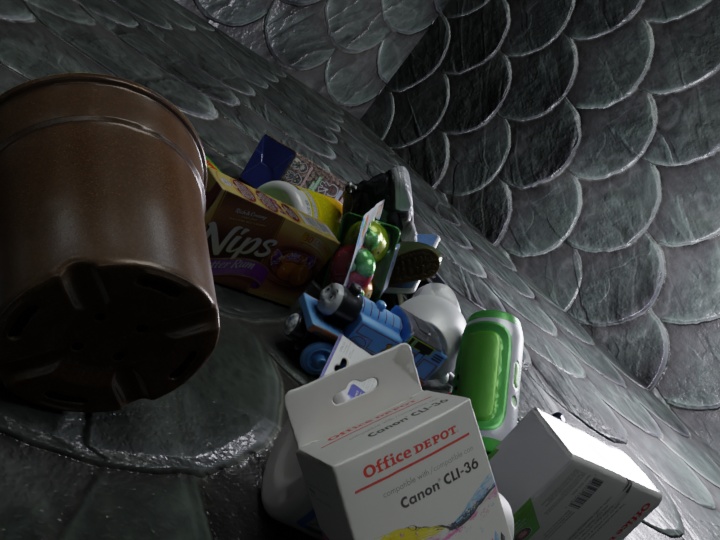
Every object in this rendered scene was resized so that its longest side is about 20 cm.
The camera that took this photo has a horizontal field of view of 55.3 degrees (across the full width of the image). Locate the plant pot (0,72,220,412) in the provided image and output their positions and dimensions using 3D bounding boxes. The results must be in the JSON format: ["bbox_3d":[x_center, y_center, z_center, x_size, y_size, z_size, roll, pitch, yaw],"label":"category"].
[{"bbox_3d":[-0.201,-0.015,0.528,0.200,0.200,0.198,26,27,-41],"label":"plant pot"}]

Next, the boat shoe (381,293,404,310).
[{"bbox_3d":[0.039,0.031,1.201,0.201,0.063,0.074,-106,-177,-50],"label":"boat shoe"}]

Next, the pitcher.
[{"bbox_3d":[0.116,0.116,1.049,0.172,0.121,0.200,66,16,-2],"label":"pitcher"}]

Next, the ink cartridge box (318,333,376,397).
[{"bbox_3d":[0.034,0.165,0.770,0.200,0.037,0.095,39,41,-11],"label":"ink cartridge box"}]

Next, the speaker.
[{"bbox_3d":[0.168,0.155,0.912,0.088,0.088,0.200,32,53,-26],"label":"speaker"}]

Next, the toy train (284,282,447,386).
[{"bbox_3d":[0.005,0.086,0.843,0.200,0.114,0.087,32,16,-28],"label":"toy train"}]

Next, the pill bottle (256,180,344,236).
[{"bbox_3d":[-0.087,-0.074,1.101,0.109,0.109,0.200,46,16,23],"label":"pill bottle"}]

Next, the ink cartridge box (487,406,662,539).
[{"bbox_3d":[0.235,0.265,0.809,0.200,0.146,0.084,29,16,-34],"label":"ink cartridge box"}]

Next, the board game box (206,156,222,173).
[{"bbox_3d":[-0.212,-0.099,0.996,0.200,0.048,0.102,46,16,22],"label":"board game box"}]

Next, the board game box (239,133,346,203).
[{"bbox_3d":[-0.095,-0.146,1.261,0.200,0.097,0.159,28,6,-36],"label":"board game box"}]

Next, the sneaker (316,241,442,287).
[{"bbox_3d":[0.035,-0.007,1.098,0.090,0.200,0.067,-34,115,-71],"label":"sneaker"}]

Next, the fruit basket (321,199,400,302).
[{"bbox_3d":[0.000,0.000,0.958,0.094,0.185,0.200,16,14,-1],"label":"fruit basket"}]

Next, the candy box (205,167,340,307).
[{"bbox_3d":[-0.135,-0.035,0.860,0.200,0.117,0.056,24,21,-47],"label":"candy box"}]

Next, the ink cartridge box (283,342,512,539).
[{"bbox_3d":[0.032,0.163,0.487,0.067,0.116,0.200,-8,-79,64],"label":"ink cartridge box"}]

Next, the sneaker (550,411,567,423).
[{"bbox_3d":[0.246,0.247,0.911,0.082,0.074,0.200,58,-9,24],"label":"sneaker"}]

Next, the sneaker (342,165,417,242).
[{"bbox_3d":[0.030,-0.089,1.112,0.200,0.114,0.076,76,8,-57],"label":"sneaker"}]

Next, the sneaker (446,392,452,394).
[{"bbox_3d":[0.182,0.180,1.027,0.079,0.096,0.200,41,15,9],"label":"sneaker"}]

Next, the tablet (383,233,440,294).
[{"bbox_3d":[0.054,-0.016,1.180,0.130,0.014,0.200,4,30,19],"label":"tablet"}]

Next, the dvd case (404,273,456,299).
[{"bbox_3d":[0.121,0.043,1.258,0.200,0.025,0.150,-124,-163,-47],"label":"dvd case"}]

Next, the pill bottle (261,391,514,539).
[{"bbox_3d":[0.027,0.193,0.585,0.200,0.114,0.114,34,16,-21],"label":"pill bottle"}]
